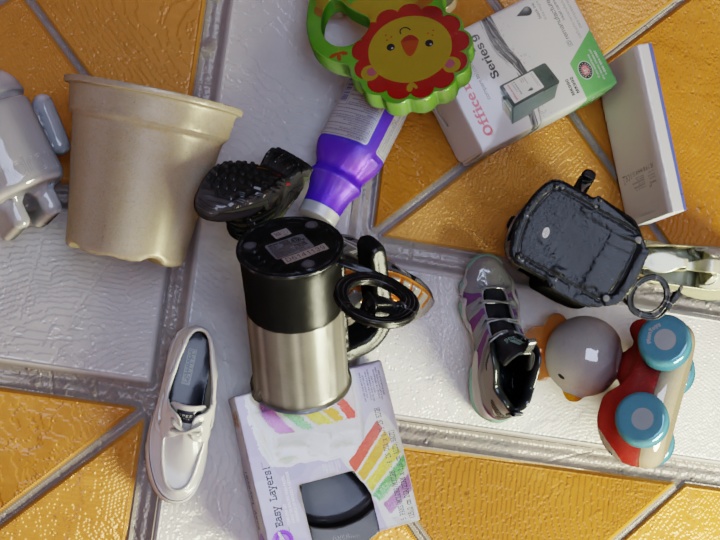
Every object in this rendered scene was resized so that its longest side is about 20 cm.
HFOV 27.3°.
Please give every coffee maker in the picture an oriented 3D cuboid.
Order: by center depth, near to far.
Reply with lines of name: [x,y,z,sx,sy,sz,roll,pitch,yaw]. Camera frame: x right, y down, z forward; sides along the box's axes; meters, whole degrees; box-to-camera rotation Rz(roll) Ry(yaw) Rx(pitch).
coffee maker: [0.256,-0.009,1.706,0.134,0.200,0.193,-37,86,2]

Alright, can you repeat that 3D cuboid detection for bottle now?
bottle: [-0.008,-0.147,1.733,0.065,0.083,0.201,42,69,-51]

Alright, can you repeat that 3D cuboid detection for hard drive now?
hard drive: [0.338,-0.160,1.791,0.025,0.132,0.202,-10,85,-14]

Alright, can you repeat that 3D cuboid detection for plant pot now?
plant pot: [-0.244,-0.105,1.629,0.199,0.200,0.185,11,92,-12]

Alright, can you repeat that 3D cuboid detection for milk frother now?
milk frother: [-0.033,0.067,1.591,0.179,0.200,0.189,-9,125,-8]

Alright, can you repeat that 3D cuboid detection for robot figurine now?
robot figurine: [-0.400,-0.137,1.620,0.169,0.113,0.201,-27,90,-35]

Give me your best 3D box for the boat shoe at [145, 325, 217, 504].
boat shoe: [-0.199,0.160,1.656,0.073,0.065,0.202,4,82,-13]

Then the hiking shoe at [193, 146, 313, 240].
hiking shoe: [-0.122,-0.068,1.638,0.075,0.200,0.101,30,116,19]

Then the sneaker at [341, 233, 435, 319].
sneaker: [0.000,0.000,1.723,0.199,0.078,0.078,23,38,-23]

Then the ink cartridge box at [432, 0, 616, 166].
ink cartridge box: [0.184,-0.237,1.789,0.199,0.084,0.147,-28,90,-15]

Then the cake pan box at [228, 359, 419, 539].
cake pan box: [-0.042,0.220,1.695,0.183,0.052,0.202,-11,85,-13]

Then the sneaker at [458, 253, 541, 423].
sneaker: [0.171,0.074,1.717,0.077,0.140,0.202,-7,85,-14]

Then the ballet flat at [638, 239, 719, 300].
ballet flat: [0.403,-0.003,1.822,0.198,0.069,0.070,5,82,-13]

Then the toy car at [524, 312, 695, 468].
toy car: [0.283,0.127,1.749,0.199,0.184,0.178,15,79,18]

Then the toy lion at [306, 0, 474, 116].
toy lion: [0.033,-0.267,1.709,0.198,0.069,0.193,1,65,11]
